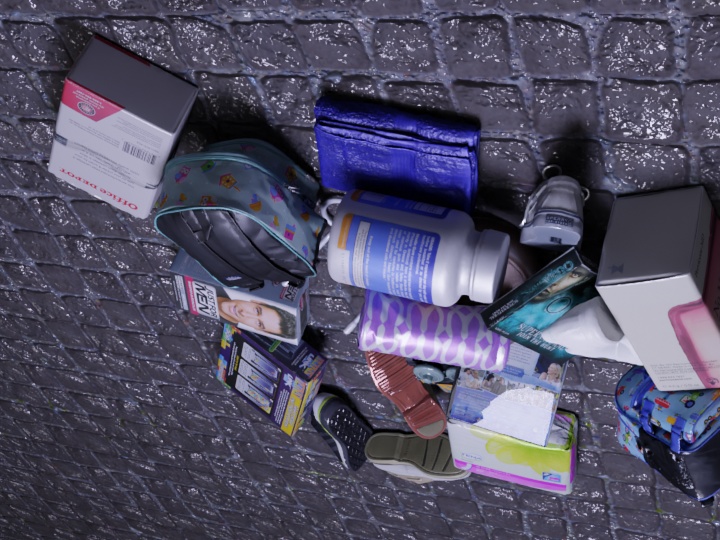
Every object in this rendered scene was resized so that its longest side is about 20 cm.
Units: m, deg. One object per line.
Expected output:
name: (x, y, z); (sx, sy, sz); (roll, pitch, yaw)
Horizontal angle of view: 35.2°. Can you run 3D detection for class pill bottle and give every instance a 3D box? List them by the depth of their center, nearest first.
pill bottle: (0.069, -0.022, 1.321); (0.196, 0.113, 0.113); (14, 146, 16)

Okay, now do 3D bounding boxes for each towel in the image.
towel: (0.041, -0.125, 1.319); (0.196, 0.050, 0.149); (13, 145, 14)

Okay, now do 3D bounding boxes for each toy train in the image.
toy train: (0.161, 0.134, 1.587); (0.197, 0.087, 0.114); (-1, 150, 32)

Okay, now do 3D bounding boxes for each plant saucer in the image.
plant saucer: (0.139, 0.029, 1.416); (0.196, 0.032, 0.203); (2, 123, 3)

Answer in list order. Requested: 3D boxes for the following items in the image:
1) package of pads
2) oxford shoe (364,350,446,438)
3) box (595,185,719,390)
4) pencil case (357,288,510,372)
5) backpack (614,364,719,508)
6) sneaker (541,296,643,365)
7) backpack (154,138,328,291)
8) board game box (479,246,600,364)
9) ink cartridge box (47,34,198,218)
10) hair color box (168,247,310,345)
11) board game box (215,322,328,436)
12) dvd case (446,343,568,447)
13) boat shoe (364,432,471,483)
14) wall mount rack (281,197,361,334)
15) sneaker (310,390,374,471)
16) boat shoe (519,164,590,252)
package of pads: (0.231, 0.261, 1.730); (0.196, 0.069, 0.156); (10, 145, 17)
oxford shoe: (0.059, 0.156, 1.685); (0.070, 0.074, 0.202); (-26, 110, 5)
box: (0.357, 0.024, 1.269); (0.107, 0.129, 0.201); (-7, 137, 35)
pencil case: (0.091, 0.068, 1.377); (0.196, 0.087, 0.084); (9, 177, -6)
backpack: (0.399, 0.159, 1.388); (0.136, 0.181, 0.200); (59, 167, -28)
sneaker: (0.279, 0.073, 1.321); (0.087, 0.077, 0.199); (-19, 157, 32)
backpack: (-0.151, -0.075, 1.398); (0.173, 0.156, 0.199); (-3, 160, 34)
board game box: (0.243, 0.045, 1.335); (0.135, 0.028, 0.199); (-37, 147, 22)
ink cartridge box: (-0.300, -0.173, 1.419); (0.143, 0.085, 0.200); (26, 146, -6)
hair color box: (-0.174, 0.033, 1.656); (0.196, 0.061, 0.100); (16, 146, 9)
board game box: (-0.142, 0.153, 1.773); (0.164, 0.057, 0.201); (35, 148, 9)
dvd case: (0.199, 0.119, 1.484); (0.140, 0.018, 0.204); (15, 108, 13)
boat shoe: (0.105, 0.312, 1.881); (0.197, 0.076, 0.069); (6, 151, 35)
wall mount rack: (0.000, 0.000, 1.492); (0.199, 0.075, 0.173); (39, 141, -22)
sneaker: (-0.038, 0.258, 1.908); (0.082, 0.072, 0.201); (28, 154, 38)
boat shoe: (0.218, -0.073, 1.270); (0.073, 0.088, 0.202); (10, 174, 9)
